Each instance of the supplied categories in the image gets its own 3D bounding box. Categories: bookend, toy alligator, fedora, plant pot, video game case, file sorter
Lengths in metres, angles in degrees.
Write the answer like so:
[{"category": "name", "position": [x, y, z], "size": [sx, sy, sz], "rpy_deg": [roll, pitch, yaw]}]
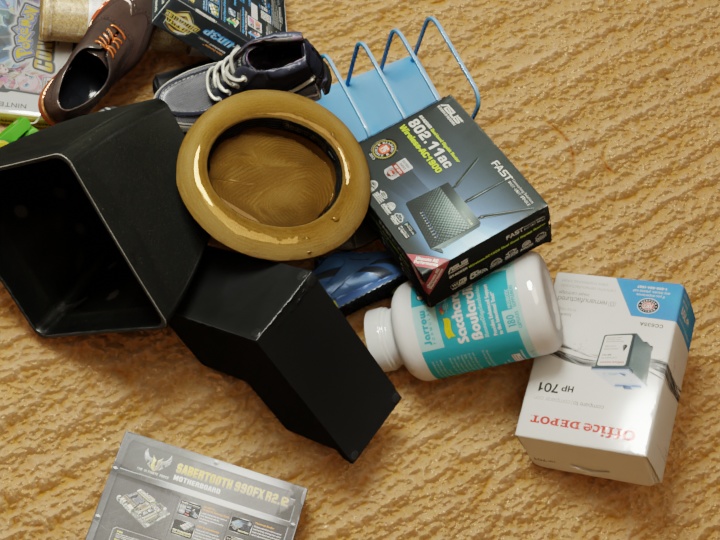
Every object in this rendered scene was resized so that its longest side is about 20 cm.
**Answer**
[{"category": "bookend", "position": [-0.091, 0.084, 1.222], "size": [0.092, 0.198, 0.200], "rpy_deg": [-51, 127, -22]}, {"category": "toy alligator", "position": [-0.391, -0.127, 1.291], "size": [0.200, 0.059, 0.054], "rpy_deg": [-37, 119, -16]}, {"category": "fedora", "position": [-0.092, -0.088, 1.200], "size": [0.200, 0.082, 0.202], "rpy_deg": [5, 69, -13]}, {"category": "plant pot", "position": [-0.263, -0.066, 1.193], "size": [0.178, 0.199, 0.201], "rpy_deg": [-51, 125, -43]}, {"category": "video game case", "position": [-0.422, -0.265, 1.357], "size": [0.180, 0.026, 0.201], "rpy_deg": [5, 68, -7]}, {"category": "file sorter", "position": [0.018, -0.189, 1.347], "size": [0.199, 0.123, 0.139], "rpy_deg": [-23, 73, -17]}]

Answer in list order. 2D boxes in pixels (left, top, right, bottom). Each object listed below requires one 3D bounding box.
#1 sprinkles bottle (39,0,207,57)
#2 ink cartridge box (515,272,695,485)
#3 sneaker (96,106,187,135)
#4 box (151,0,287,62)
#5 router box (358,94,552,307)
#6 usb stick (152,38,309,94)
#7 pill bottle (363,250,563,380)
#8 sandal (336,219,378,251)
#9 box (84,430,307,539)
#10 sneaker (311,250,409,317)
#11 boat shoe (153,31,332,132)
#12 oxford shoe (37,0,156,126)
[{"category": "sprinkles bottle", "position": [-0.269, -0.290, 1.354], "size": [0.199, 0.068, 0.069], "rpy_deg": [2, 68, -18]}, {"category": "ink cartridge box", "position": [0.266, 0.113, 1.256], "size": [0.146, 0.086, 0.201], "rpy_deg": [5, 62, 27]}, {"category": "sneaker", "position": [-0.203, -0.129, 1.312], "size": [0.200, 0.078, 0.080], "rpy_deg": [38, 70, -1]}, {"category": "box", "position": [-0.159, -0.319, 1.339], "size": [0.159, 0.046, 0.201], "rpy_deg": [27, 39, -33]}, {"category": "router box", "position": [0.084, -0.077, 1.223], "size": [0.149, 0.062, 0.200], "rpy_deg": [-29, 54, -9]}, {"category": "usb stick", "position": [-0.149, -0.233, 1.386], "size": [0.199, 0.033, 0.056], "rpy_deg": [-19, 65, -16]}, {"category": "pill bottle", "position": [0.108, 0.054, 1.244], "size": [0.199, 0.111, 0.111], "rpy_deg": [-15, 68, 16]}, {"category": "sandal", "position": [0.035, -0.070, 1.335], "size": [0.200, 0.055, 0.082], "rpy_deg": [-28, 84, -27]}, {"category": "box", "position": [-0.170, 0.268, 1.171], "size": [0.199, 0.048, 0.159], "rpy_deg": [17, 66, -2]}, {"category": "sneaker", "position": [0.000, 0.000, 1.298], "size": [0.199, 0.066, 0.079], "rpy_deg": [-23, 71, -17]}, {"category": "boat shoe", "position": [-0.135, -0.206, 1.235], "size": [0.199, 0.093, 0.075], "rpy_deg": [-14, 74, 5]}, {"category": "oxford shoe", "position": [-0.274, -0.241, 1.278], "size": [0.071, 0.072, 0.201], "rpy_deg": [35, 75, -19]}]
